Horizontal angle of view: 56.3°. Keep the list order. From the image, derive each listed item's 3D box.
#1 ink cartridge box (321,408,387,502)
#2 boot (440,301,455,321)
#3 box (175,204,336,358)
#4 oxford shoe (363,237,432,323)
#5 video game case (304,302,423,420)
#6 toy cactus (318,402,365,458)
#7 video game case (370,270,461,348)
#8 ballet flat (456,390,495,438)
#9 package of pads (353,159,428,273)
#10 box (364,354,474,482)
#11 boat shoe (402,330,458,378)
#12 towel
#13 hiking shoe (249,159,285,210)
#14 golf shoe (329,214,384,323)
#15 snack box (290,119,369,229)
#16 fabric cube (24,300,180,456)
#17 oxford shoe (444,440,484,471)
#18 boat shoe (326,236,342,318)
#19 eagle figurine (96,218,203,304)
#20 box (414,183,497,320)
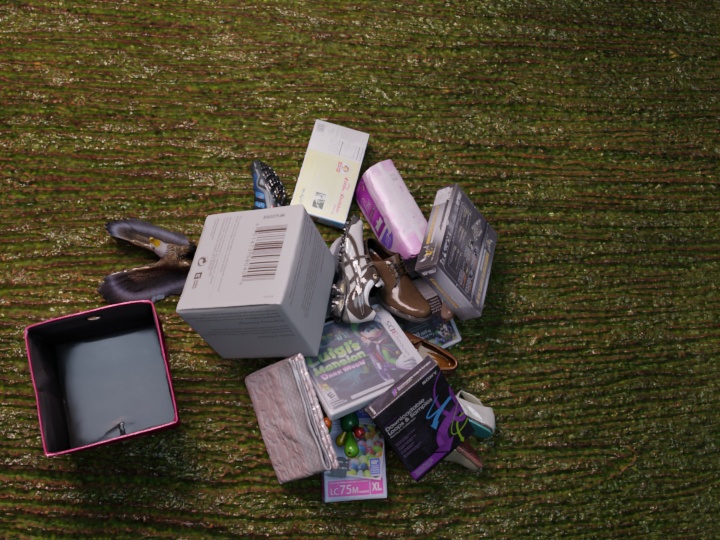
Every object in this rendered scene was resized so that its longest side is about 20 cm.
[{"bbox_3d":[-0.015,0.318,1.244,0.117,0.042,0.203,0,75,-12],"label":"ink cartridge box"},{"bbox_3d":[0.177,-0.015,1.335,0.147,0.070,0.200,54,46,-13],"label":"boot"},{"bbox_3d":[-0.168,0.024,1.149,0.197,0.172,0.201,-5,54,21],"label":"box"},{"bbox_3d":[0.062,0.016,1.250,0.072,0.085,0.200,-26,61,-38],"label":"oxford shoe"},{"bbox_3d":[-0.004,0.153,1.187,0.197,0.024,0.182,-19,48,-21],"label":"video game case"},{"bbox_3d":[-0.048,0.228,1.200,0.164,0.103,0.200,-32,59,-29],"label":"toy cactus"},{"bbox_3d":[0.079,0.091,1.330,0.198,0.023,0.184,-21,82,-18],"label":"video game case"},{"bbox_3d":[0.173,0.255,1.297,0.198,0.069,0.070,27,72,-10],"label":"ballet flat"},{"bbox_3d":[0.067,-0.101,1.310,0.075,0.121,0.202,-24,76,-20],"label":"package of pads"},{"bbox_3d":[0.107,0.259,1.162,0.142,0.036,0.201,-38,125,-9],"label":"box"},{"bbox_3d":[0.093,0.149,1.269,0.197,0.068,0.073,19,73,-7],"label":"boat shoe"},{"bbox_3d":[-0.124,0.259,1.157,0.032,0.190,0.203,-13,78,-38],"label":"towel"},{"bbox_3d":[-0.185,-0.121,1.290,0.086,0.074,0.202,-32,64,19],"label":"hiking shoe"},{"bbox_3d":[0.000,0.000,1.227,0.093,0.078,0.203,7,76,1],"label":"golf shoe"},{"bbox_3d":[-0.061,-0.194,1.351,0.114,0.037,0.203,16,74,-1],"label":"snack box"},{"bbox_3d":[-0.408,0.179,1.100,0.193,0.199,0.203,-12,80,-15],"label":"fabric cube"},{"bbox_3d":[0.143,0.330,1.275,0.199,0.071,0.074,34,99,-6],"label":"oxford shoe"},{"bbox_3d":[-0.066,0.014,1.287,0.074,0.067,0.201,51,43,-37],"label":"boat shoe"},{"bbox_3d":[-0.359,-0.022,1.216,0.197,0.153,0.152,-5,31,15],"label":"eagle figurine"},{"bbox_3d":[0.183,-0.036,1.252,0.158,0.048,0.202,45,48,-33],"label":"box"}]
